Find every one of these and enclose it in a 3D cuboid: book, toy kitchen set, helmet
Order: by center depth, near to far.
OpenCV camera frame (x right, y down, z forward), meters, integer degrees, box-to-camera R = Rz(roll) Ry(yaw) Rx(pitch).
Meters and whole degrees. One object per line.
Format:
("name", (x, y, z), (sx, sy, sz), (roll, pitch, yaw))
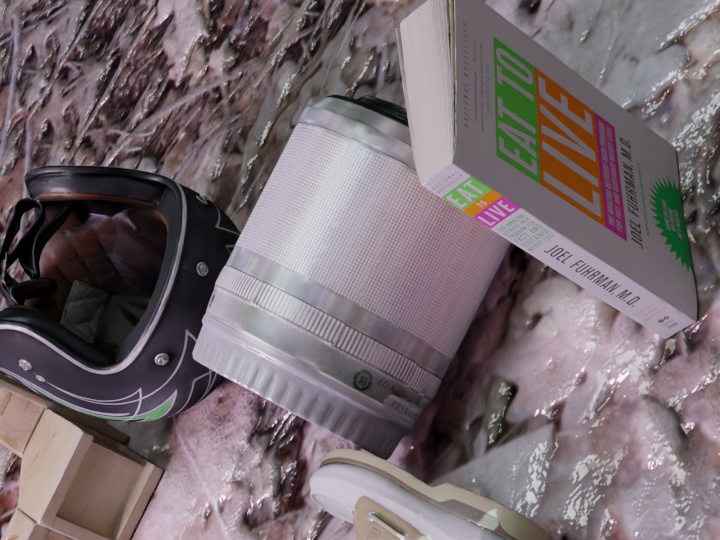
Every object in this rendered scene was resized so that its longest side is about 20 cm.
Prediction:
("book", (0.110, -0.058, 1.121), (0.048, 0.199, 0.134), (-35, 41, 34))
("helmet", (-0.171, 0.020, 1.461), (0.200, 0.189, 0.202), (11, -90, -88))
("toy kitchen set", (-0.296, 0.175, 1.538), (0.200, 0.163, 0.182), (19, 81, 58))

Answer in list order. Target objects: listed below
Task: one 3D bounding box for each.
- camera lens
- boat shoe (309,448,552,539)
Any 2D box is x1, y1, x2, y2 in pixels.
("camera lens", (0.000, 0.000, 1.266), (0.160, 0.159, 0.201), (21, 83, 57))
("boat shoe", (0.027, 0.160, 1.185), (0.199, 0.075, 0.069), (10, 68, 55))
